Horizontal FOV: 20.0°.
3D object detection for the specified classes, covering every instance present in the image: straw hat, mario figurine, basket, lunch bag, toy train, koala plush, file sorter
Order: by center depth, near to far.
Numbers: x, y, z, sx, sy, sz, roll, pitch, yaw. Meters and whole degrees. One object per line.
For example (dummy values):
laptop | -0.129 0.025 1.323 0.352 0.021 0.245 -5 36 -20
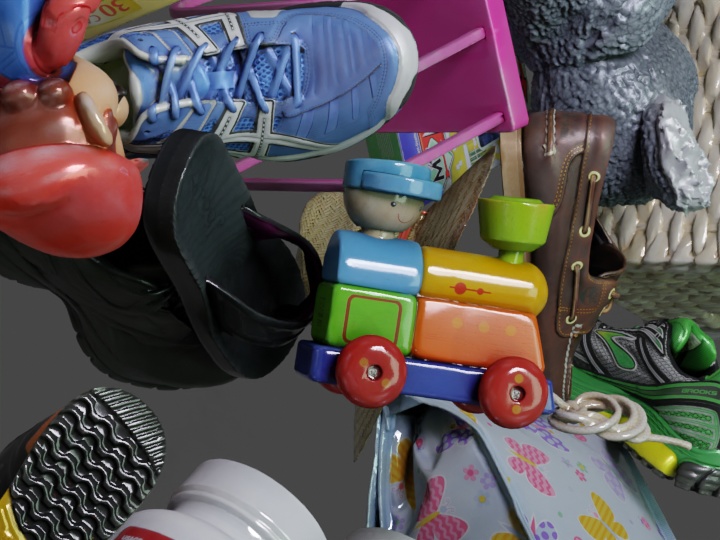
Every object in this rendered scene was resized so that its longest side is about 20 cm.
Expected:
mario figurine | -0.140 -0.104 0.888 0.105 0.123 0.202 -20 101 -18
toy train | 0.074 0.016 0.993 0.198 0.085 0.117 9 91 -11
file sorter | -0.023 -0.151 1.056 0.125 0.138 0.202 -29 113 -41
straw hat | 0.000 0.000 1.126 0.085 0.201 0.202 25 65 1
koala plush | 0.141 -0.129 1.201 0.183 0.177 0.202 -14 103 -36
lunch bag | 0.097 0.163 1.220 0.169 0.127 0.201 8 52 -53
basket | 0.249 -0.069 1.336 0.160 0.197 0.202 26 72 -44

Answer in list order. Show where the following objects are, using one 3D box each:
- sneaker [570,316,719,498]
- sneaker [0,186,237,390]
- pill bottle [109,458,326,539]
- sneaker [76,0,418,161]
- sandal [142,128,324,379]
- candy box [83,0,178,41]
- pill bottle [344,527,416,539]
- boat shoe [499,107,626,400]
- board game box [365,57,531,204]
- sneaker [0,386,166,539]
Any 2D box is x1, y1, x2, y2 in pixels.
sneaker | 0.179 0.062 1.266 0.078 0.200 0.086 19 102 -38
sneaker | -0.108 0.004 1.007 0.200 0.090 0.076 38 62 -44
pill bottle | -0.103 0.189 0.974 0.200 0.112 0.113 -50 126 -34
sneaker | -0.069 -0.082 0.958 0.077 0.198 0.076 -23 103 -70
sandal | -0.052 0.002 0.985 0.201 0.048 0.076 59 46 -64
candy box | -0.100 -0.179 0.924 0.117 0.199 0.057 39 47 -42
pill bottle | -0.023 0.237 1.066 0.200 0.116 0.117 -49 126 -34
boat shoe | 0.118 -0.002 1.174 0.071 0.070 0.201 -87 173 -50
board game box | 0.041 -0.151 1.221 0.134 0.029 0.202 -30 113 -45
sneaker | -0.172 0.136 0.954 0.200 0.090 0.070 -44 95 -12
